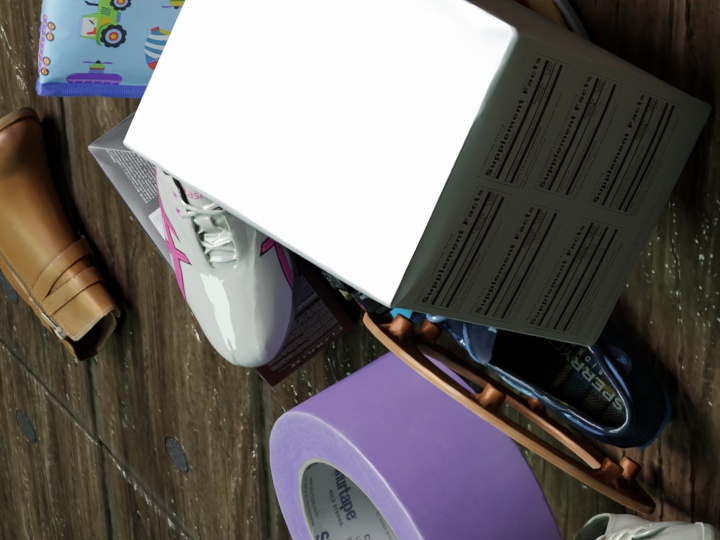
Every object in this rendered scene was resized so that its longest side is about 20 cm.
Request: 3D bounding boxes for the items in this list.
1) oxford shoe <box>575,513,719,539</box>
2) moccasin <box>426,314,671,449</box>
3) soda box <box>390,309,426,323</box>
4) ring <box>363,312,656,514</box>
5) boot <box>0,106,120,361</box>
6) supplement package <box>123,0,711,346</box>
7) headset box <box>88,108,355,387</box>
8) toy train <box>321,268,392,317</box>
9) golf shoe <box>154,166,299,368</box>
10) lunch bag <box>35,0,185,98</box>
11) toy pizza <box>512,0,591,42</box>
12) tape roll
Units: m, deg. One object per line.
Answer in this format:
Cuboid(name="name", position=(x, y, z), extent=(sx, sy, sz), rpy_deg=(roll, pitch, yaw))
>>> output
Cuboid(name="oxford shoe", position=(0.158, 0.170, 1.660), extent=(0.057, 0.076, 0.200), rpy_deg=(21, 176, -8))
Cuboid(name="moccasin", position=(0.092, 0.023, 1.663), extent=(0.199, 0.081, 0.068), rpy_deg=(34, -170, 16))
Cuboid(name="soda box", position=(0.000, -0.069, 1.782), extent=(0.200, 0.064, 0.068), rpy_deg=(54, 154, 17))
Cuboid(name="ring", position=(0.088, 0.076, 1.689), extent=(0.200, 0.019, 0.200), rpy_deg=(33, -175, -3))
Cuboid(name="boot", position=(-0.236, -0.027, 2.254), extent=(0.155, 0.073, 0.200), rpy_deg=(55, 165, 17))
Cuboid(name="supplement package", position=(0.030, -0.074, 1.491), extent=(0.191, 0.200, 0.148), rpy_deg=(31, 100, 33))
Cuboid(name="headset box", position=(-0.085, -0.018, 1.910), extent=(0.149, 0.075, 0.200), rpy_deg=(54, 179, 18))
Cuboid(name="toy train", position=(0.000, 0.000, 1.655), extent=(0.046, 0.034, 0.200), rpy_deg=(48, 180, -7))
Cuboid(name="golf shoe", position=(-0.090, -0.037, 1.747), extent=(0.092, 0.072, 0.201), rpy_deg=(-27, -75, -73))
Cuboid(name="lunch bag", position=(-0.067, -0.168, 1.594), extent=(0.094, 0.199, 0.151), rpy_deg=(-97, 16, -61))
Cuboid(name="toy pizza", position=(0.073, -0.100, 1.655), extent=(0.200, 0.032, 0.201), rpy_deg=(43, 148, 35))
Cuboid(name="tape roll", position=(0.034, 0.155, 1.794), extent=(0.200, 0.085, 0.201), rpy_deg=(45, 151, 33))
